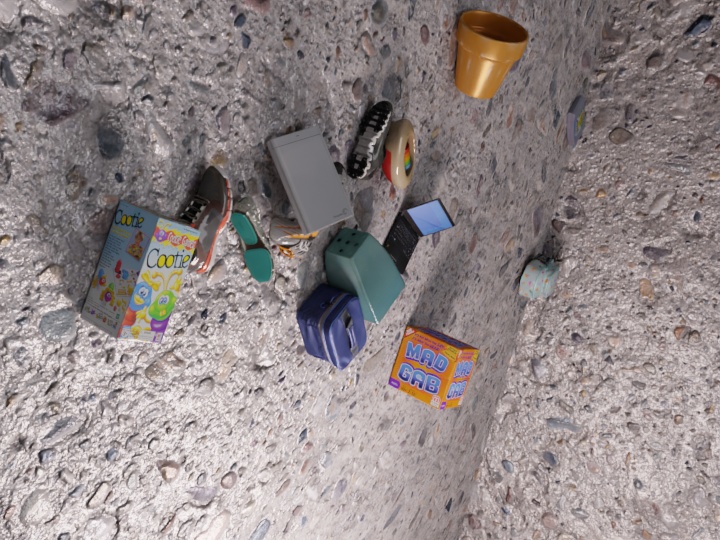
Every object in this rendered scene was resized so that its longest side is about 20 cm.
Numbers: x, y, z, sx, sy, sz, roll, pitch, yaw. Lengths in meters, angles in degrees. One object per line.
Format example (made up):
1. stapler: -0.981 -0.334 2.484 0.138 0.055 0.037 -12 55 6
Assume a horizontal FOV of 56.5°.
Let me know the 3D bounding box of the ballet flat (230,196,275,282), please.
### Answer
1. ballet flat: -0.211 -0.066 1.371 0.072 0.071 0.203 -48 143 -32

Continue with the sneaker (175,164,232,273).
1. sneaker: -0.292 -0.092 1.214 0.081 0.076 0.205 1 106 -52

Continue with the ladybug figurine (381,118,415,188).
1. ladybug figurine: 0.095 -0.297 1.715 0.203 0.070 0.137 82 27 -48

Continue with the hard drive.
1. hard drive: -0.101 -0.188 1.389 0.130 0.026 0.204 -25 94 -38

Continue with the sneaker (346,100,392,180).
1. sneaker: 0.033 -0.310 1.632 0.090 0.065 0.204 15 97 -63

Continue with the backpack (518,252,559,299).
1. backpack: 0.802 0.039 3.024 0.198 0.152 0.180 -22 131 -44

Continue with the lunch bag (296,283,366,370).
1. lunch bag: -0.062 0.137 1.667 0.136 0.130 0.203 -49 144 -31

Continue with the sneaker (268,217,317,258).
1. sneaker: -0.147 -0.063 1.441 0.079 0.077 0.200 -63 166 10

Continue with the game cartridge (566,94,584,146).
1. game cartridge: 0.959 -0.659 2.984 0.134 0.040 0.201 -54 146 -20

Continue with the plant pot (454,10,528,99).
1. plant pot: 0.348 -0.595 1.878 0.199 0.198 0.186 -37 152 -42

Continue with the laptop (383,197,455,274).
1. laptop: 0.171 -0.095 1.944 0.203 0.102 0.177 -63 149 -11

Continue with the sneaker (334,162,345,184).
1. sneaker: -0.095 -0.196 1.466 0.091 0.065 0.202 54 42 -23

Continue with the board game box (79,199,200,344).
1. board game box: -0.365 0.005 1.116 0.102 0.103 0.205 19 92 -60

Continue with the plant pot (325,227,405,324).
1. plant pot: 0.000 0.000 1.689 0.142 0.139 0.202 -51 138 -28

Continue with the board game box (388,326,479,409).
1. board game box: 0.244 0.318 2.209 0.199 0.197 0.205 12 98 -60
